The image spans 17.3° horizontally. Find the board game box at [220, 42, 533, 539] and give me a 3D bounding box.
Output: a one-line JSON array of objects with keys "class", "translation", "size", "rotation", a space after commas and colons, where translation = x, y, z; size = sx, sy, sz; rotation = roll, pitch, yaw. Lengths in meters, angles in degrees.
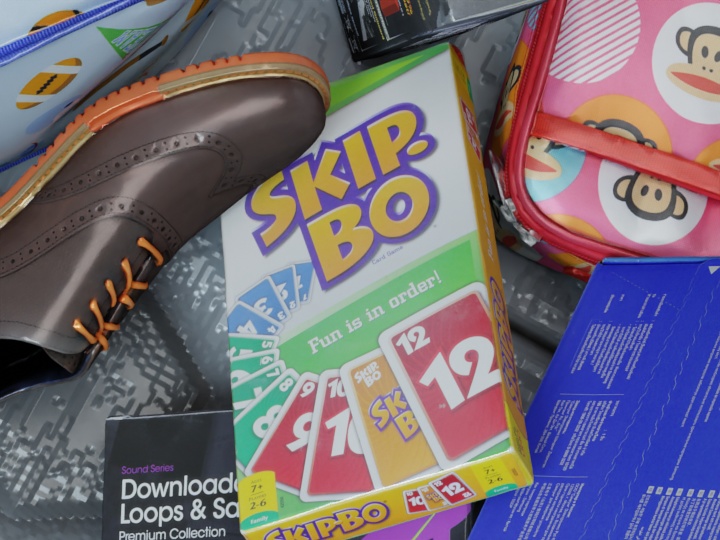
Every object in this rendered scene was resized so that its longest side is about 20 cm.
[{"class": "board game box", "translation": [0.000, 0.000, 0.817], "size": [0.095, 0.030, 0.201], "rotation": [-18, 46, 13]}]

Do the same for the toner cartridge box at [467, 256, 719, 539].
[{"class": "toner cartridge box", "translation": [0.092, 0.079, 0.762], "size": [0.094, 0.043, 0.201], "rotation": [1, 45, 33]}]

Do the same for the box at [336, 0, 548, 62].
[{"class": "box", "translation": [0.007, -0.181, 0.832], "size": [0.049, 0.158, 0.202], "rotation": [-17, 93, -12]}]

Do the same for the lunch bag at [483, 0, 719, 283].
[{"class": "lunch bag", "translation": [0.146, -0.041, 0.887], "size": [0.198, 0.082, 0.178], "rotation": [18, 80, -5]}]

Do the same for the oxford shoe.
[{"class": "oxford shoe", "translation": [-0.090, -0.003, 0.816], "size": [0.199, 0.071, 0.073], "rotation": [-32, 57, 9]}]

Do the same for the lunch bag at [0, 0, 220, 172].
[{"class": "lunch bag", "translation": [-0.124, -0.105, 0.809], "size": [0.199, 0.170, 0.125], "rotation": [-21, 86, -12]}]

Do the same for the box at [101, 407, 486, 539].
[{"class": "box", "translation": [-0.021, 0.145, 0.802], "size": [0.142, 0.036, 0.202], "rotation": [-5, 77, 23]}]
